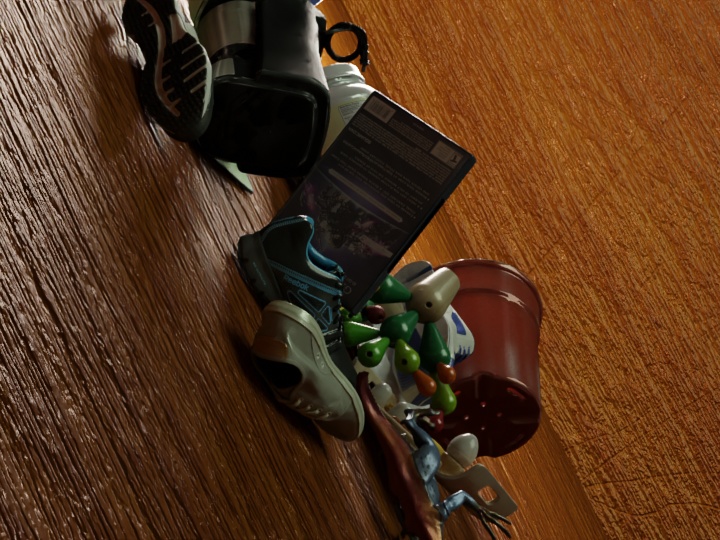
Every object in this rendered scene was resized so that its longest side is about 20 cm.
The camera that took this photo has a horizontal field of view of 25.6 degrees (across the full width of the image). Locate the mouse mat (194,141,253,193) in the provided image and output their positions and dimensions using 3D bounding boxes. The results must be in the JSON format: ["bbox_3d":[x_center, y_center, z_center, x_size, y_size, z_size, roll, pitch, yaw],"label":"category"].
[{"bbox_3d":[-0.174,-0.187,1.687,0.201,0.007,0.161,67,10,23],"label":"mouse mat"}]

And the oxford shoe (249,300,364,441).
[{"bbox_3d":[-0.051,0.103,1.421,0.058,0.075,0.201,-62,150,-26],"label":"oxford shoe"}]

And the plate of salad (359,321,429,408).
[{"bbox_3d":[0.028,0.091,1.910,0.200,0.048,0.201,51,25,-35],"label":"plate of salad"}]

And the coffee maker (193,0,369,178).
[{"bbox_3d":[-0.081,-0.200,1.633,0.201,0.190,0.136,-100,177,-54],"label":"coffee maker"}]

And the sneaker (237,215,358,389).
[{"bbox_3d":[-0.042,0.040,1.547,0.201,0.081,0.073,61,6,-24],"label":"sneaker"}]

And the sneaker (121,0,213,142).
[{"bbox_3d":[-0.170,-0.189,1.510,0.080,0.073,0.201,56,12,-47],"label":"sneaker"}]

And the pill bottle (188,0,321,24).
[{"bbox_3d":[-0.109,-0.326,1.794,0.113,0.111,0.200,60,41,-15],"label":"pill bottle"}]

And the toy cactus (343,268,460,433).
[{"bbox_3d":[0.048,0.060,1.666,0.200,0.102,0.165,45,50,3],"label":"toy cactus"}]

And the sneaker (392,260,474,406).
[{"bbox_3d":[0.096,0.089,1.897,0.115,0.080,0.200,49,24,-35],"label":"sneaker"}]

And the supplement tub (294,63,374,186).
[{"bbox_3d":[-0.018,-0.144,2.005,0.201,0.144,0.145,65,9,16],"label":"supplement tub"}]

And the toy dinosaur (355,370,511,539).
[{"bbox_3d":[0.046,0.231,1.560,0.199,0.105,0.182,34,34,-29],"label":"toy dinosaur"}]

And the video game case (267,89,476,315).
[{"bbox_3d":[0.005,-0.071,1.620,0.143,0.201,0.019,36,-4,29],"label":"video game case"}]

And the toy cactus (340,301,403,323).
[{"bbox_3d":[0.000,0.000,1.784,0.165,0.102,0.201,45,16,-42],"label":"toy cactus"}]

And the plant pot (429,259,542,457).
[{"bbox_3d":[0.151,0.124,2.065,0.201,0.199,0.196,56,19,-36],"label":"plant pot"}]

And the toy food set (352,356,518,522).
[{"bbox_3d":[0.079,0.182,1.725,0.200,0.060,0.144,41,-5,33],"label":"toy food set"}]
